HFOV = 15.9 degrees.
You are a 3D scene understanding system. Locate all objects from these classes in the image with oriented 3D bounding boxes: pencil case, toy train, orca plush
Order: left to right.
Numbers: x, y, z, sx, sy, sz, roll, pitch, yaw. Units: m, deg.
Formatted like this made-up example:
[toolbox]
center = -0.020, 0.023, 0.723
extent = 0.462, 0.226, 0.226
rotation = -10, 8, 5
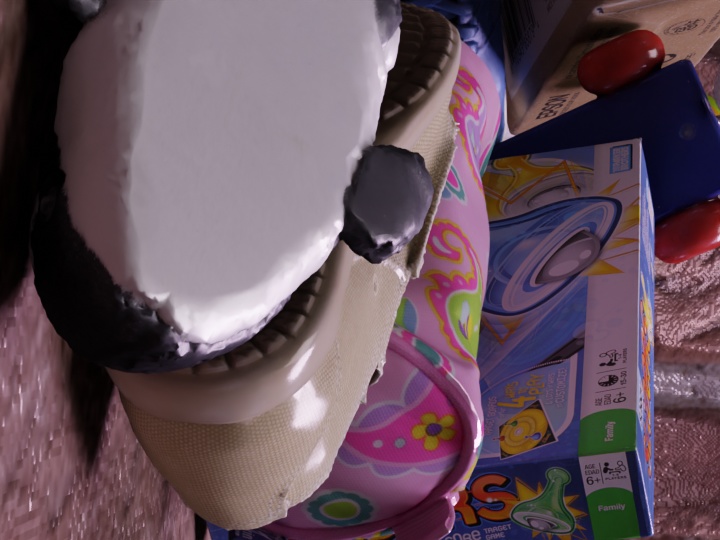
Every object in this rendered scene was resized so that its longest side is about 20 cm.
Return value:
[orca plush]
center = -0.042, -0.054, 0.568
extent = 0.105, 0.071, 0.201
rotation = 26, 52, -35
[pencil case]
center = 0.000, 0.000, 0.783
extent = 0.200, 0.087, 0.088
rotation = -84, 175, -56
[toy train]
center = 0.123, -0.051, 0.985
extent = 0.085, 0.199, 0.116
rotation = 66, 17, 1

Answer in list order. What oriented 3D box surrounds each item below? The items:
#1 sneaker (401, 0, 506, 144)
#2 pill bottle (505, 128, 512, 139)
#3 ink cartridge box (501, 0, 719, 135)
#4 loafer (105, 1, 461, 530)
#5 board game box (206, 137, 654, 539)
[sneaker]
center = 0.022, -0.115, 1.012
extent = 0.111, 0.076, 0.201
rotation = -92, 180, -80
[pill bottle]
center = 0.081, -0.152, 1.478
extent = 0.201, 0.112, 0.114
rotation = 87, 8, -50
[ink cartridge box]
center = 0.090, -0.159, 1.028
extent = 0.200, 0.075, 0.166
rotation = 115, -38, -77
[loafer]
center = -0.021, -0.008, 0.663
extent = 0.200, 0.075, 0.069
rotation = -64, 159, -54
[board game box]
center = 0.029, 0.025, 0.852
extent = 0.200, 0.134, 0.035
rotation = -80, 159, -60
